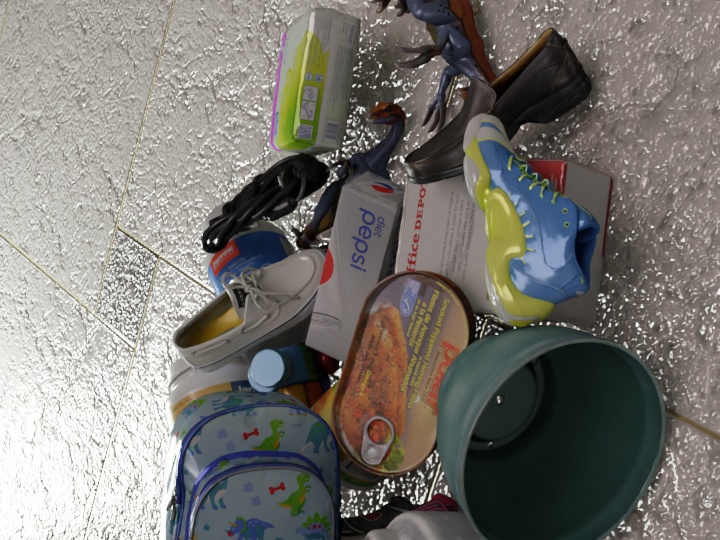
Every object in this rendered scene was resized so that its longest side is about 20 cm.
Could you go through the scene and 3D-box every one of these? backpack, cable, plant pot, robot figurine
[{"bbox_3d":[-0.102,0.225,1.050,0.147,0.181,0.202,-170,80,-74],"label":"backpack"},{"bbox_3d":[-0.111,-0.080,1.250,0.163,0.051,0.200,-35,13,11],"label":"cable"},{"bbox_3d":[0.147,0.133,0.946,0.134,0.199,0.202,37,112,61],"label":"plant pot"},{"bbox_3d":[0.091,0.275,0.959,0.170,0.198,0.114,47,122,52],"label":"robot figurine"}]

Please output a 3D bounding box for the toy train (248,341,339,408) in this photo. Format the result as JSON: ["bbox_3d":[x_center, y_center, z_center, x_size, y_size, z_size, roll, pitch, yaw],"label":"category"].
[{"bbox_3d":[-0.065,0.181,1.207,0.084,0.116,0.202,-18,79,21],"label":"toy train"}]

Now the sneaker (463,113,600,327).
[{"bbox_3d":[0.155,-0.054,0.936,0.104,0.076,0.202,-17,71,24],"label":"sneaker"}]

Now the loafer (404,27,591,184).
[{"bbox_3d":[0.121,-0.155,1.024,0.199,0.073,0.073,-34,25,-3],"label":"loafer"}]

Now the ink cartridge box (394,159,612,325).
[{"bbox_3d":[0.136,-0.029,1.050,0.199,0.082,0.148,6,88,48],"label":"ink cartridge box"}]

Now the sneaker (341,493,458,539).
[{"bbox_3d":[0.028,0.277,1.139,0.199,0.080,0.075,-7,62,41],"label":"sneaker"}]

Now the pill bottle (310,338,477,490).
[{"bbox_3d":[0.037,0.133,1.117,0.200,0.110,0.112,-47,52,33],"label":"pill bottle"}]

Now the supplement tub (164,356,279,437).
[{"bbox_3d":[-0.157,0.205,1.299,0.144,0.144,0.202,-39,57,37],"label":"supplement tub"}]

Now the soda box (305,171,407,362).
[{"bbox_3d":[0.000,0.000,1.166,0.068,0.063,0.202,24,119,17],"label":"soda box"}]

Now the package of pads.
[{"bbox_3d":[-0.056,-0.217,1.255,0.200,0.067,0.156,-165,83,-76],"label":"package of pads"}]

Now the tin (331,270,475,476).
[{"bbox_3d":[0.042,0.097,1.023,0.111,0.042,0.202,23,102,23],"label":"tin"}]

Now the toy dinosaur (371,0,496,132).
[{"bbox_3d":[0.097,-0.248,1.121,0.181,0.105,0.201,37,101,24],"label":"toy dinosaur"}]

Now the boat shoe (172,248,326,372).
[{"bbox_3d":[-0.125,0.032,1.188,0.201,0.086,0.075,-32,59,4],"label":"boat shoe"}]

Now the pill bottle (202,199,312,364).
[{"bbox_3d":[-0.127,0.011,1.319,0.112,0.112,0.201,-51,50,30],"label":"pill bottle"}]

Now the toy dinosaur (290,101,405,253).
[{"bbox_3d":[-0.013,-0.108,1.233,0.199,0.105,0.183,17,78,58],"label":"toy dinosaur"}]
